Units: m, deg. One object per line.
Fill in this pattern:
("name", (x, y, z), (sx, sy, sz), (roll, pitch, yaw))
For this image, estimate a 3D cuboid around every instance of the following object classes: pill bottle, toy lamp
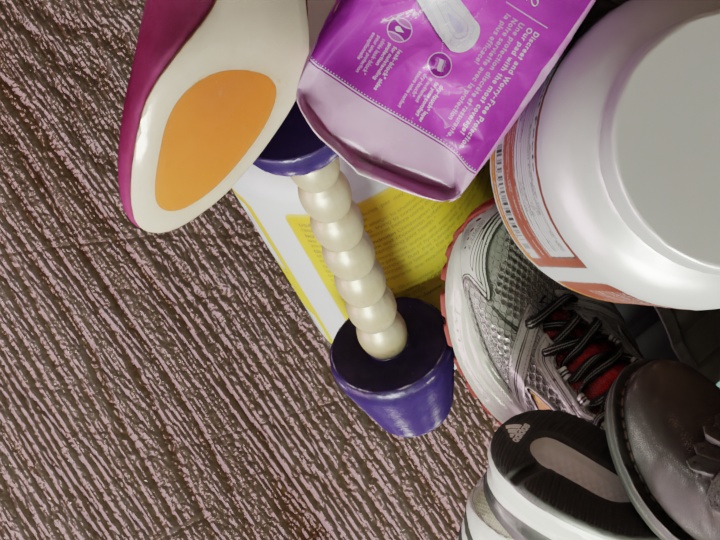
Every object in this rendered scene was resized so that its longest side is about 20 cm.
("pill bottle", (0.000, -0.048, 1.106), (0.112, 0.112, 0.200), (53, 175, 43))
("pill bottle", (0.113, -0.042, 0.871), (0.112, 0.112, 0.200), (57, 176, -3))
("toy lamp", (0.000, 0.000, 1.032), (0.058, 0.058, 0.200), (54, 170, 40))

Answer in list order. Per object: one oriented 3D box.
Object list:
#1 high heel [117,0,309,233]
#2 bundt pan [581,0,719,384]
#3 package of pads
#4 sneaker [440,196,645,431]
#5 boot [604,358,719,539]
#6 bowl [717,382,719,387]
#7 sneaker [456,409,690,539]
("high heel", (-0.063, -0.118, 0.933), (0.096, 0.067, 0.200), (44, 126, 43))
("bundt pan", (0.119, -0.040, 1.079), (0.202, 0.076, 0.202), (56, 177, 4))
("package of pads", (0.037, -0.102, 0.898), (0.076, 0.121, 0.200), (32, -168, -4))
("sneaker", (0.107, 0.055, 1.043), (0.200, 0.078, 0.082), (59, 153, -4))
("boot", (0.181, 0.061, 0.890), (0.200, 0.069, 0.174), (50, 143, 28))
("bowl", (0.121, 0.011, 1.304), (0.201, 0.105, 0.201), (57, 176, 6))
("sneaker", (0.125, 0.149, 0.995), (0.200, 0.076, 0.115), (33, 132, 13))
